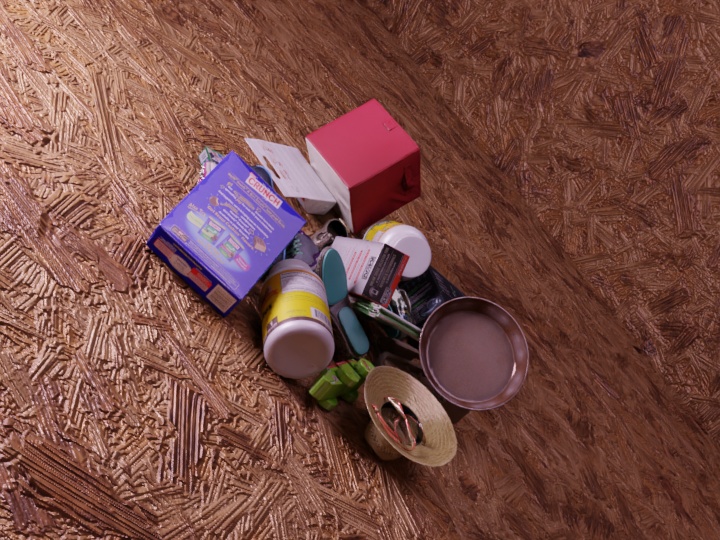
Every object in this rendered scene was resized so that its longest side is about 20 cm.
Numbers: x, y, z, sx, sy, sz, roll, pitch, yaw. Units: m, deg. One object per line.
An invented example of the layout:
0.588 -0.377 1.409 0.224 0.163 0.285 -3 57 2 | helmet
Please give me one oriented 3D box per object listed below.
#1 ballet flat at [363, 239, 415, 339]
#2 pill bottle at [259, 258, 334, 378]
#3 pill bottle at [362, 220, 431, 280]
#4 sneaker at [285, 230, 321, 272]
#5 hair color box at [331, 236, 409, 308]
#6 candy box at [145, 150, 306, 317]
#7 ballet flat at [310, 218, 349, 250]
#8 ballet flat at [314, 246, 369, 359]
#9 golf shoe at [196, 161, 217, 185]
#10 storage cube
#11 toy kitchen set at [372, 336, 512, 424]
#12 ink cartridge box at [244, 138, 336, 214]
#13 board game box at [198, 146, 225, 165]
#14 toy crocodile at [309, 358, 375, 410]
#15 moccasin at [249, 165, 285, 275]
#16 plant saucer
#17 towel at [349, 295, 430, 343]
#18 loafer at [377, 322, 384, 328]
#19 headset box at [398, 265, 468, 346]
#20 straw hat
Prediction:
0.051 0.034 1.864 0.074 0.074 0.202 -7 78 -65 | ballet flat
-0.103 0.069 1.543 0.109 0.109 0.201 34 23 -28 | pill bottle
0.076 -0.040 1.989 0.113 0.113 0.200 40 -2 -14 | pill bottle
-0.118 -0.024 1.731 0.088 0.074 0.200 55 10 -5 | sneaker
0.000 0.000 1.746 0.061 0.102 0.200 28 -6 -25 | hair color box
-0.205 -0.059 1.518 0.169 0.077 0.200 43 51 -7 | candy box
-0.055 -0.073 1.985 0.067 0.046 0.200 47 21 2 | ballet flat
-0.048 0.060 1.662 0.068 0.075 0.201 -29 104 -42 | ballet flat
-0.230 -0.106 1.645 0.091 0.076 0.201 4 45 -20 | golf shoe
0.009 -0.221 2.086 0.200 0.179 0.171 52 -16 28 | storage cube
0.135 0.143 1.765 0.199 0.180 0.164 25 28 -42 | toy kitchen set
-0.154 -0.192 2.021 0.161 0.047 0.200 54 24 18 | ink cartridge box
-0.221 -0.134 1.805 0.134 0.029 0.201 27 28 -42 | board game box
-0.030 0.173 1.556 0.062 0.068 0.200 46 18 16 | toy crocodile
-0.184 -0.085 1.688 0.068 0.080 0.201 6 61 -47 | moccasin
0.193 0.146 1.691 0.200 0.200 0.035 48 -22 5 | plant saucer
0.022 0.080 1.746 0.152 0.024 0.199 30 -8 -37 | towel
0.040 0.045 1.913 0.200 0.071 0.073 46 21 -1 | loafer
0.174 0.102 2.011 0.174 0.093 0.201 37 22 -41 | headset box
0.053 0.252 1.541 0.200 0.085 0.202 33 28 -20 | straw hat
